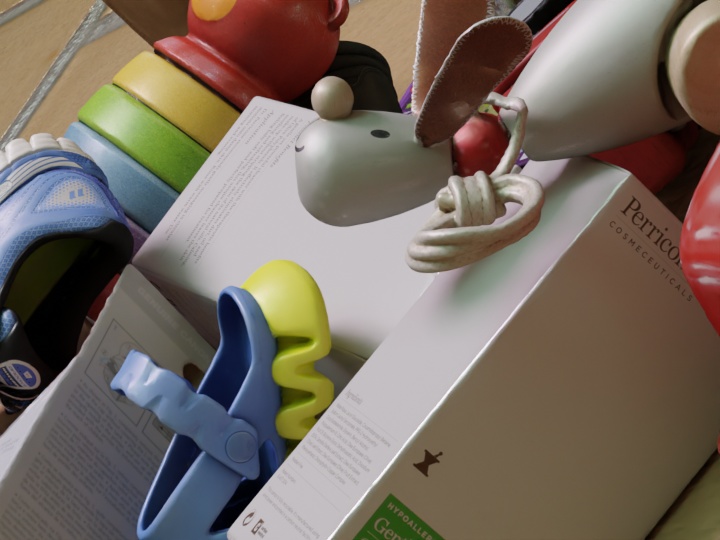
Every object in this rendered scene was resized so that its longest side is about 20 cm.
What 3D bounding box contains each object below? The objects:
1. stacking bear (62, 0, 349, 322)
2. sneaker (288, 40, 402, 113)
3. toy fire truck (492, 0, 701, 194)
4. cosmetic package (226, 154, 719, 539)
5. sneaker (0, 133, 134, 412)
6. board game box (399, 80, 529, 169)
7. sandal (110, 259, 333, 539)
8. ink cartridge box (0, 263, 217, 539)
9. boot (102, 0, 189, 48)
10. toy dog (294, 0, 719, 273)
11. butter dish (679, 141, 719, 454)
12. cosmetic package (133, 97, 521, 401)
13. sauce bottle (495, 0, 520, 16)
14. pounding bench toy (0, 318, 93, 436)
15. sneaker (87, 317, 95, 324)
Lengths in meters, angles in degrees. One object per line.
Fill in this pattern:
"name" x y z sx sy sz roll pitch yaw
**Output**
"stacking bear" -0.086 -0.070 1.187 0.201 0.114 0.121 -54 41 -1
"sneaker" -0.042 -0.046 1.266 0.200 0.070 0.100 -37 43 37
"toy fire truck" 0.147 -0.079 0.984 0.176 0.129 0.200 -41 12 21
"cosmetic package" 0.057 0.063 0.904 0.200 0.107 0.085 -51 21 -2
"sneaker" -0.179 0.033 1.059 0.200 0.079 0.089 -48 47 1
"board game box" 0.067 -0.075 1.234 0.199 0.032 0.121 -16 41 55
"sandal" -0.052 0.100 0.969 0.086 0.202 0.079 -9 3 -19
"ink cartridge box" -0.094 0.118 1.016 0.047 0.160 0.201 -28 24 35
"boot" -0.090 -0.123 1.390 0.175 0.200 0.066 -12 41 58
"toy dog" 0.069 -0.086 0.870 0.199 0.097 0.132 -24 19 -17
"butter dish" 0.180 -0.037 0.770 0.201 0.148 0.199 -54 20 -12
"cosmetic package" 0.000 0.000 1.071 0.108 0.085 0.199 -52 38 -12
"sauce bottle" 0.130 -0.209 1.272 0.200 0.065 0.065 -43 18 -18
"pounding bench toy" -0.146 0.094 1.188 0.124 0.156 0.200 -49 20 -2
"sneaker" -0.176 0.071 1.333 0.115 0.072 0.201 -67 0 -55
